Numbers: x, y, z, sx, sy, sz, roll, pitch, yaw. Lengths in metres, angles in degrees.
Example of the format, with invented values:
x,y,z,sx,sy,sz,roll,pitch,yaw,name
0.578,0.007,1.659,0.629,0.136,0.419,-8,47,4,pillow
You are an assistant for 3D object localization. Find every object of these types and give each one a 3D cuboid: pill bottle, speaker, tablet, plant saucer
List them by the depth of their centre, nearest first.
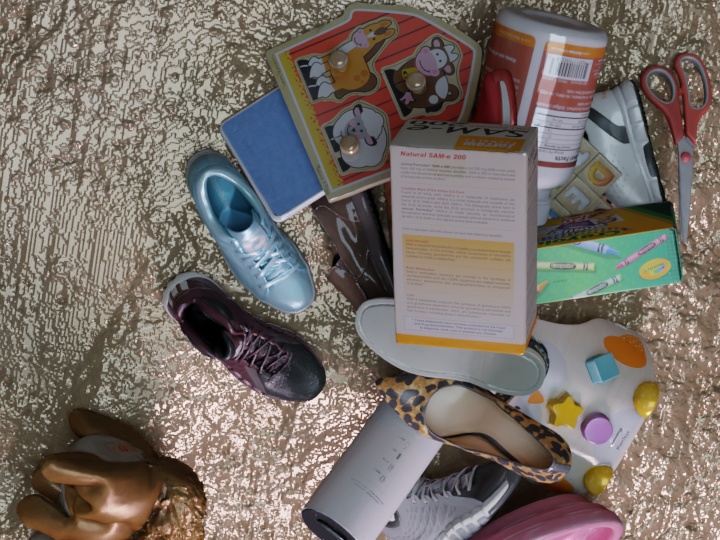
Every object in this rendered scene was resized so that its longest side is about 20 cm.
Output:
x,y,z,sx,sy,sz,roll,pitch,yaw,name
0.167,-0.151,1.616,0.112,0.112,0.200,10,108,-11,pill bottle
-0.031,-0.149,1.642,0.200,0.014,0.130,-32,68,1,tablet
0.024,0.198,1.692,0.081,0.081,0.200,45,63,-16,speaker
0.182,0.297,1.754,0.200,0.201,0.051,-23,64,-2,plant saucer

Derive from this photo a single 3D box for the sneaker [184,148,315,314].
x,y,z,sx,sy,sz,roll,pitch,yaw,name
-0.113,-0.029,1.660,0.074,0.082,0.200,-37,106,3,sneaker

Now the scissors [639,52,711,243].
x,y,z,sx,sy,sz,roll,pitch,yaw,name
0.342,-0.129,1.692,0.073,0.014,0.201,-10,76,-7,scissors

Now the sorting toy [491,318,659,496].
x,y,z,sx,sy,sz,roll,pitch,yaw,name
0.198,0.136,1.724,0.180,0.107,0.200,25,99,-23,sorting toy

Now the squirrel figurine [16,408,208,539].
x,y,z,sx,sy,sz,roll,pitch,yaw,name
-0.257,0.270,1.690,0.200,0.142,0.187,18,107,-10,squirrel figurine

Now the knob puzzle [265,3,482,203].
x,y,z,sx,sy,sz,roll,pitch,yaw,name
0.026,-0.184,1.614,0.219,0.030,0.220,-2,73,7,knob puzzle

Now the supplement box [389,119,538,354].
x,y,z,sx,sy,sz,roll,pitch,yaw,name
0.097,-0.031,1.496,0.126,0.074,0.201,5,115,14,supplement box

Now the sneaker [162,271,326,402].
x,y,z,sx,sy,sz,roll,pitch,yaw,name
-0.118,0.085,1.670,0.200,0.116,0.076,34,97,-14,sneaker

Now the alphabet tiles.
x,y,z,sx,sy,sz,roll,pitch,yaw,name
0.166,-0.086,1.696,0.200,0.006,0.166,43,107,-4,alphabet tiles

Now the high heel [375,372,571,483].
x,y,z,sx,sy,sz,roll,pitch,yaw,name
0.112,0.149,1.609,0.200,0.143,0.072,23,90,-4,high heel

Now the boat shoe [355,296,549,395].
x,y,z,sx,sy,sz,roll,pitch,yaw,name
0.093,0.071,1.651,0.200,0.060,0.076,23,113,3,boat shoe

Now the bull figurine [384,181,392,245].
x,y,z,sx,sy,sz,roll,pitch,yaw,name
0.056,-0.057,1.664,0.065,0.121,0.200,-17,111,-1,bull figurine

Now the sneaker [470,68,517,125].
x,y,z,sx,sy,sz,roll,pitch,yaw,name
0.087,-0.092,1.544,0.115,0.078,0.201,4,102,4,sneaker

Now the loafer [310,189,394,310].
x,y,z,sx,sy,sz,roll,pitch,yaw,name
0.000,0.000,1.698,0.071,0.073,0.200,-17,101,7,loafer

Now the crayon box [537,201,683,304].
x,y,z,sx,sy,sz,roll,pitch,yaw,name
0.219,-0.015,1.641,0.199,0.119,0.058,-9,104,11,crayon box

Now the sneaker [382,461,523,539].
x,y,z,sx,sy,sz,roll,pitch,yaw,name
0.080,0.233,1.733,0.115,0.075,0.200,45,122,3,sneaker

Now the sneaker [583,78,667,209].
x,y,z,sx,sy,sz,roll,pitch,yaw,name
0.275,-0.097,1.716,0.080,0.074,0.200,-15,102,12,sneaker
